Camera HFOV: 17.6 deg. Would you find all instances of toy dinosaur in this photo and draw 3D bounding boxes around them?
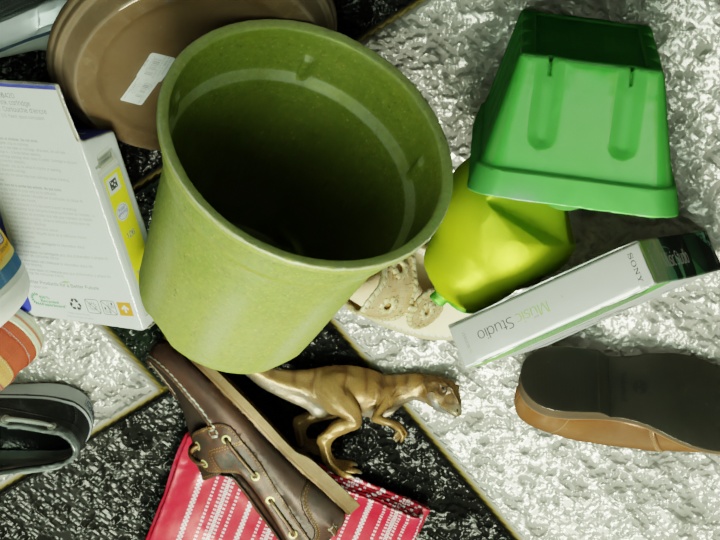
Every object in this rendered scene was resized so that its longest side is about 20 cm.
[{"bbox_3d":[-0.026,0.094,1.748,0.200,0.060,0.106,8,109,-9],"label":"toy dinosaur"}]

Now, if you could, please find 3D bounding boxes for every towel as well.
[{"bbox_3d":[-0.063,0.205,1.823,0.200,0.022,0.145,21,121,-5],"label":"towel"}]

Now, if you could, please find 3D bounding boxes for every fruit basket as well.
[{"bbox_3d":[0.127,-0.059,1.541,0.155,0.216,0.216,8,121,2],"label":"fruit basket"}]

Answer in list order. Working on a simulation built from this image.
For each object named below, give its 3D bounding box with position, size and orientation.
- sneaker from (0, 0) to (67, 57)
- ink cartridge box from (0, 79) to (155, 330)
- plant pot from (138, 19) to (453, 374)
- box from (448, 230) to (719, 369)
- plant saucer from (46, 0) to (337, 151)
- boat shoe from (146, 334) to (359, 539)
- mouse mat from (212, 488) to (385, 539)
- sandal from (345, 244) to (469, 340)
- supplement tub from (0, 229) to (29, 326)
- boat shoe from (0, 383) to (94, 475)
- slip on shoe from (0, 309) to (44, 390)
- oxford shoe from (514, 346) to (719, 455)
[{"bbox_3d":[-0.178,-0.168,1.591,0.200,0.073,0.071,-14,115,15],"label":"sneaker"},{"bbox_3d":[-0.246,-0.058,1.644,0.198,0.047,0.200,7,124,33],"label":"ink cartridge box"},{"bbox_3d":[-0.062,-0.032,1.554,0.200,0.200,0.184,22,140,-6],"label":"plant pot"},{"bbox_3d":[0.157,0.017,1.593,0.144,0.200,0.036,-25,85,20],"label":"box"},{"bbox_3d":[-0.111,-0.145,1.570,0.200,0.029,0.200,-10,144,-7],"label":"plant saucer"},{"bbox_3d":[-0.092,0.133,1.740,0.070,0.070,0.200,-45,94,-5],"label":"boat shoe"},{"bbox_3d":[-0.031,0.257,1.866,0.200,0.008,0.161,25,120,-7],"label":"mouse mat"},{"bbox_3d":[-0.003,0.004,1.673,0.212,0.070,0.078,35,119,-14],"label":"sandal"},{"bbox_3d":[-0.335,-0.032,1.593,0.145,0.145,0.200,-26,106,21],"label":"supplement tub"},{"bbox_3d":[-0.306,0.132,1.790,0.199,0.068,0.074,0,121,7],"label":"boat shoe"},{"bbox_3d":[-0.318,0.066,1.728,0.200,0.061,0.074,-7,130,42],"label":"slip on shoe"},{"bbox_3d":[0.211,0.103,1.720,0.200,0.071,0.071,12,151,-1],"label":"oxford shoe"}]
